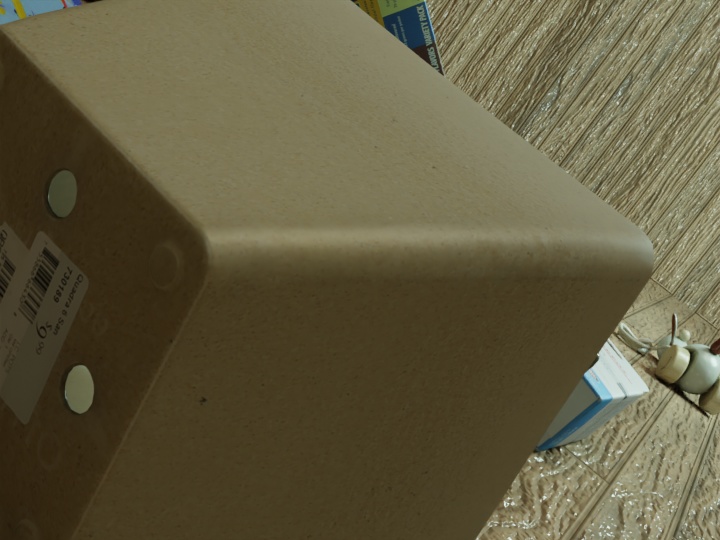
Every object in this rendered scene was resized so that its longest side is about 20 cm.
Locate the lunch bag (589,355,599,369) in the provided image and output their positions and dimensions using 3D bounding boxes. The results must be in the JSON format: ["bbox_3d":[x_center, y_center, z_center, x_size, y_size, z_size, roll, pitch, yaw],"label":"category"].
[{"bbox_3d":[0.031,0.012,0.905,0.164,0.118,0.200,23,22,-46],"label":"lunch bag"}]

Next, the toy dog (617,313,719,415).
[{"bbox_3d":[0.440,0.106,1.805,0.132,0.096,0.200,31,12,-26],"label":"toy dog"}]

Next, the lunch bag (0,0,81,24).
[{"bbox_3d":[-0.222,-0.138,0.865,0.200,0.094,0.150,52,14,24],"label":"lunch bag"}]

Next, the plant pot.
[{"bbox_3d":[-0.056,0.013,0.493,0.177,0.200,0.200,4,33,-50],"label":"plant pot"}]

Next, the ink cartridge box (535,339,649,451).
[{"bbox_3d":[0.158,0.077,1.105,0.116,0.068,0.200,53,16,17],"label":"ink cartridge box"}]

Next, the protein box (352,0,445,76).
[{"bbox_3d":[-0.043,-0.264,1.489,0.199,0.199,0.135,-123,-167,-61],"label":"protein box"}]
